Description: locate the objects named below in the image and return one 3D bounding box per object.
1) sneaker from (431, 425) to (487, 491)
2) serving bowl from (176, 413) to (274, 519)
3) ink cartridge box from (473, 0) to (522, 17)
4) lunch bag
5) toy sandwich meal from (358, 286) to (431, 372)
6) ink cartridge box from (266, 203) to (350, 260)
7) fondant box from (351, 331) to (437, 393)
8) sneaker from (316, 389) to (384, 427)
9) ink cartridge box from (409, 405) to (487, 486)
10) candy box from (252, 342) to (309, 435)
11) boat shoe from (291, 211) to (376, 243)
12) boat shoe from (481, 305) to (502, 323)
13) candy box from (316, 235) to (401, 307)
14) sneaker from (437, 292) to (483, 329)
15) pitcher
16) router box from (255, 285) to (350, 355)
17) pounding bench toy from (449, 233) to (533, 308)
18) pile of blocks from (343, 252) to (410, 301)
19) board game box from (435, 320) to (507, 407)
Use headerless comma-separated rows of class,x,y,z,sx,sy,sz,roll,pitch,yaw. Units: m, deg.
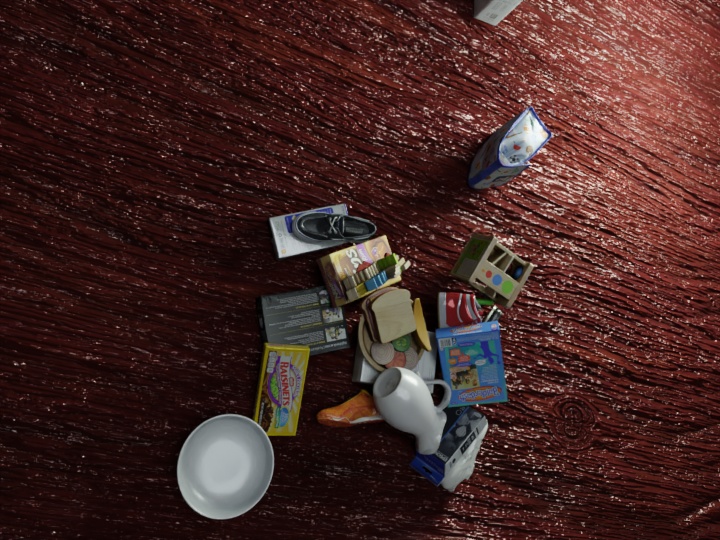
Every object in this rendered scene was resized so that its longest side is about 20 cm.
sneaker,0.253,0.451,1.438,0.200,0.074,0.101,-45,119,-23
serving bowl,-0.281,0.400,1.204,0.196,0.066,0.205,3,82,-22
ink cartridge box,0.402,-0.839,1.640,0.082,0.175,0.205,9,79,-21
lunch bag,0.388,-0.309,1.554,0.124,0.170,0.200,48,66,-4
toy sandwich meal,0.083,0.137,1.337,0.201,0.070,0.211,4,81,-24
ink cartridge box,-0.117,-0.093,1.373,0.196,0.037,0.097,-14,87,-22
fondant box,0.086,0.209,1.400,0.196,0.058,0.148,14,77,-22
sneaker,-0.015,0.319,1.341,0.196,0.073,0.079,1,70,-32
ink cartridge box,0.208,0.409,1.397,0.200,0.098,0.040,-45,132,-23
candy box,-0.174,0.260,1.259,0.100,0.026,0.205,5,101,-24
boat shoe,-0.058,-0.100,1.343,0.196,0.068,0.074,8,79,-22
boat shoe,0.307,0.184,1.448,0.062,0.073,0.205,26,106,14
candy box,0.000,0.000,1.365,0.198,0.056,0.119,-21,91,-42
sneaker,0.249,0.150,1.425,0.110,0.071,0.205,-2,110,12
pitcher,0.127,0.293,1.327,0.201,0.120,0.173,48,58,-28
router box,-0.130,0.120,1.322,0.196,0.051,0.153,-8,85,-26
pounding bench toy,0.322,0.036,1.490,0.154,0.124,0.202,32,88,-16
pile of blocks,0.036,-0.001,1.304,0.199,0.081,0.063,-32,99,-42
board game box,0.268,0.228,1.395,0.148,0.045,0.204,-8,113,10
